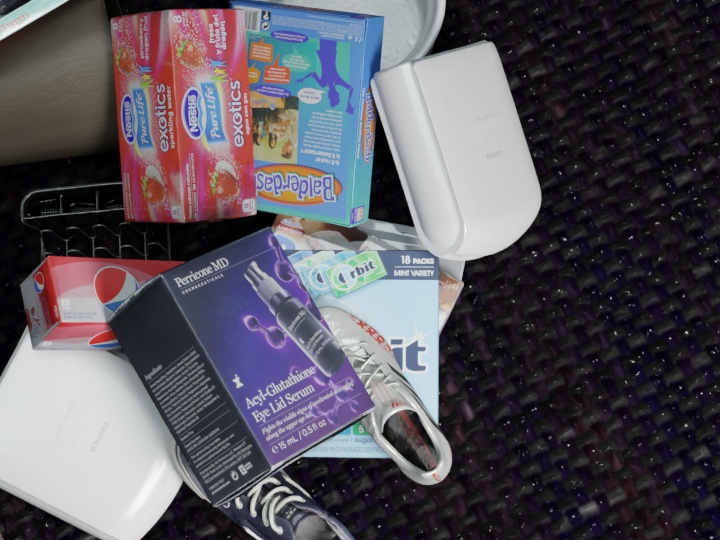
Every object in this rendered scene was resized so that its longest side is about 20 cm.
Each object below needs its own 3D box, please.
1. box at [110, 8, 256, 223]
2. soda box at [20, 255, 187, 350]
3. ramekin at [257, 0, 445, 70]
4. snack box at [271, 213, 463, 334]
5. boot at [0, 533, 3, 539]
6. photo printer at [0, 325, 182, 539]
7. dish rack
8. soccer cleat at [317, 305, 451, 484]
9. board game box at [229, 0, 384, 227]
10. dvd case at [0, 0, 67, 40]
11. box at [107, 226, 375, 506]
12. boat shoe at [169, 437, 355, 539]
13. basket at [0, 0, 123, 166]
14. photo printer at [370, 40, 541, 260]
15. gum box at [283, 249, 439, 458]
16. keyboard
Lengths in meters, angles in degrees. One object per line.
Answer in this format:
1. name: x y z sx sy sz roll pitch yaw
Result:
1. box: -0.170 -0.148 1.585 0.095 0.099 0.202 -8 98 -43
2. soda box: -0.214 0.033 1.549 0.199 0.063 0.071 1 62 -39
3. ramekin: -0.012 -0.261 1.692 0.198 0.098 0.203 -1 75 2
4. snack box: 0.000 0.000 1.652 0.199 0.024 0.072 27 85 6
5. boot: -0.413 0.323 1.560 0.198 0.070 0.148 -8 77 0
6. photo printer: -0.258 0.156 1.574 0.199 0.069 0.167 29 80 -6
7. dish rack: -0.256 0.016 1.646 0.152 0.055 0.202 -6 75 1
8. soccer cleat: 0.017 0.115 1.539 0.068 0.085 0.201 -36 85 -1
9. board game box: -0.059 -0.154 1.604 0.151 0.045 0.202 11 104 23
10. dvd case: -0.350 -0.271 1.661 0.145 0.200 0.022 -33 112 -12
11. box: -0.107 0.084 1.487 0.147 0.104 0.201 -27 84 -45
12. boat shoe: -0.086 0.210 1.533 0.200 0.093 0.075 39 74 -14
13. basket: -0.326 -0.181 1.664 0.198 0.136 0.182 -17 97 2
14. photo printer: 0.099 -0.113 1.604 0.069 0.166 0.202 -15 94 38
15. gum box: -0.007 0.081 1.608 0.168 0.045 0.202 0 86 3
16. keyboard: 0.008 -0.025 1.674 0.198 0.011 0.057 11 81 5
